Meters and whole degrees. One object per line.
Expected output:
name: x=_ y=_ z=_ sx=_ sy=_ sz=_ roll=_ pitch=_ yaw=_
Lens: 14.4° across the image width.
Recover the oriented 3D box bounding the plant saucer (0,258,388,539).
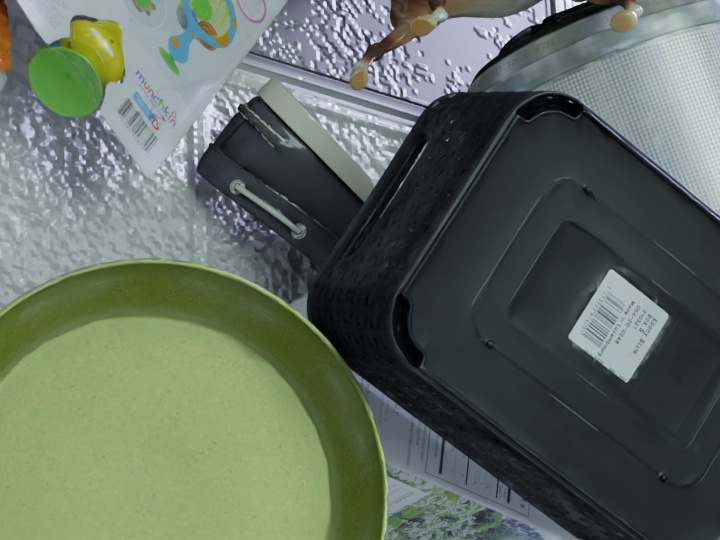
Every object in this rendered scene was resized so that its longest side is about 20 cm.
plant saucer: x=-0.088 y=0.096 z=1.198 sx=0.199 sy=0.031 sz=0.201 roll=2 pitch=78 yaw=-10

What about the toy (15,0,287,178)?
toy: x=-0.105 y=-0.132 z=1.323 sx=0.115 sy=0.047 sz=0.200 roll=54 pitch=33 yaw=-17

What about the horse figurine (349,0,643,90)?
horse figurine: x=0.068 y=-0.141 z=1.371 sx=0.133 sy=0.199 sz=0.050 roll=-79 pitch=153 yaw=-63

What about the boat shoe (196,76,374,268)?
boat shoe: x=0.000 y=0.000 z=1.363 sx=0.063 sy=0.073 sz=0.200 roll=-40 pitch=107 yaw=0

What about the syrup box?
syrup box: x=0.037 y=0.087 z=1.323 sx=0.200 sy=0.079 sz=0.082 roll=24 pitch=55 yaw=-30

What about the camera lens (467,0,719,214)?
camera lens: x=0.151 y=-0.034 z=1.421 sx=0.160 sy=0.160 sz=0.200 roll=-12 pitch=78 yaw=-43

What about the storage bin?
storage bin: x=0.095 y=0.025 z=1.246 sx=0.200 sy=0.094 sz=0.135 roll=38 pitch=78 yaw=-22

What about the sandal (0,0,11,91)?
sandal: x=-0.197 y=-0.125 z=1.247 sx=0.079 sy=0.059 sz=0.207 roll=40 pitch=27 yaw=-30
